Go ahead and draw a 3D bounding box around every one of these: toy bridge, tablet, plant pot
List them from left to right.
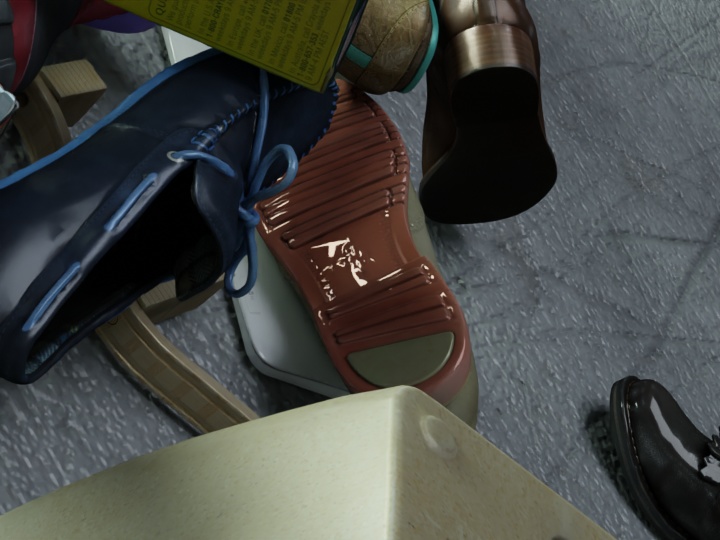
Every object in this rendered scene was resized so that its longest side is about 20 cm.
[{"bbox_3d":[-0.077,0.009,0.802,0.200,0.027,0.067,56,30,8],"label":"toy bridge"},{"bbox_3d":[-0.022,-0.023,0.938,0.130,0.014,0.200,23,40,-43],"label":"tablet"},{"bbox_3d":[-0.005,0.152,0.582,0.200,0.177,0.200,37,31,-23],"label":"plant pot"}]

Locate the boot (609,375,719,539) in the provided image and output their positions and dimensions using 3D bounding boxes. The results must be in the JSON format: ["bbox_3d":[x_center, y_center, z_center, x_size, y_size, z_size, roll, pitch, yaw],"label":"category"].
[{"bbox_3d":[0.235,0.096,1.008,0.200,0.174,0.069,52,28,0],"label":"boot"}]

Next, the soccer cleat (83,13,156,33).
[{"bbox_3d":[-0.157,-0.132,0.830,0.200,0.067,0.077,33,68,-46],"label":"soccer cleat"}]

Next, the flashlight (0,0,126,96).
[{"bbox_3d":[-0.097,-0.105,0.809,0.200,0.068,0.068,-19,53,-44],"label":"flashlight"}]

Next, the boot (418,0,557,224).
[{"bbox_3d":[0.052,-0.141,1.003,0.064,0.186,0.200,-4,66,-6],"label":"boot"}]

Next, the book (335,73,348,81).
[{"bbox_3d":[-0.070,-0.180,1.015,0.200,0.048,0.134,37,24,-26],"label":"book"}]

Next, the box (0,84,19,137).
[{"bbox_3d":[-0.169,-0.076,0.632,0.137,0.040,0.200,47,-11,-7],"label":"box"}]

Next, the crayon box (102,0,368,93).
[{"bbox_3d":[-0.079,-0.159,0.723,0.200,0.127,0.051,24,36,0],"label":"crayon box"}]

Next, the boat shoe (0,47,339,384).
[{"bbox_3d":[-0.071,-0.013,0.742,0.069,0.084,0.200,32,53,26],"label":"boat shoe"}]

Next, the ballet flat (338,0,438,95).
[{"bbox_3d":[-0.012,-0.149,0.956,0.072,0.068,0.200,21,33,-19],"label":"ballet flat"}]

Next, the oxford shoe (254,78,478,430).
[{"bbox_3d":[0.000,0.000,0.881,0.074,0.071,0.200,68,4,-47],"label":"oxford shoe"}]
